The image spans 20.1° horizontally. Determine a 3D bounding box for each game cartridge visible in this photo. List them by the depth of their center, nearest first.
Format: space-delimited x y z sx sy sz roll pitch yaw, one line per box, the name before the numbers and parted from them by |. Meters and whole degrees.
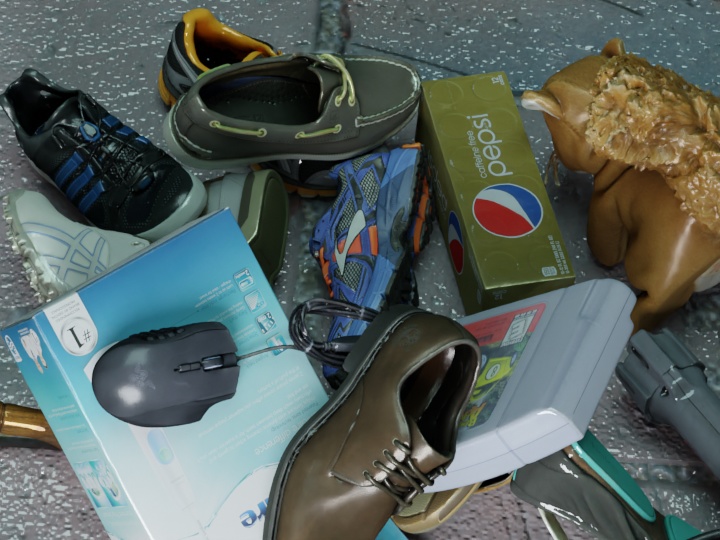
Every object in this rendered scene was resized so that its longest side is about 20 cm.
game cartridge | 0.075 0.079 1.282 0.041 0.199 0.134 45 50 -24

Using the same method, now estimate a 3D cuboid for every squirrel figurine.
squirrel figurine | 0.201 -0.086 1.398 0.141 0.200 0.187 -29 69 -16

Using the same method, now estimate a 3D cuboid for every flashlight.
flashlight | 0.243 0.126 1.320 0.067 0.068 0.200 -1 40 -39

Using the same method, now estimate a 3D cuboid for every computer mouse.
computer mouse | -0.065 0.052 1.212 0.198 0.034 0.059 -12 87 -27

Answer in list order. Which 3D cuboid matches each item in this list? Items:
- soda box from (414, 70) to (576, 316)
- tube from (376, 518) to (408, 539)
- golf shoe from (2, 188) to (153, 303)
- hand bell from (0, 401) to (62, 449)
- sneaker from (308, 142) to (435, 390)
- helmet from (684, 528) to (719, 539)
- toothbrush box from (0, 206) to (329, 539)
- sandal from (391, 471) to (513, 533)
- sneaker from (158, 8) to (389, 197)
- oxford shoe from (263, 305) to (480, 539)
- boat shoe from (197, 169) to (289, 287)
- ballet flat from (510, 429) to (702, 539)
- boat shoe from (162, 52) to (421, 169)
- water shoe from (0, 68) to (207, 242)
soda box | 0.093 -0.048 1.451 0.067 0.064 0.201 -7 51 -10
tube | -0.051 0.208 1.250 0.199 0.051 0.078 -26 64 -29
golf shoe | -0.174 0.004 1.370 0.097 0.079 0.200 -30 50 -9
hand bell | -0.229 0.098 1.318 0.198 0.105 0.105 12 49 -10
sneaker | 0.000 0.000 1.409 0.078 0.076 0.201 0 50 18
helmet | 0.210 0.246 1.134 0.198 0.191 0.202 -1 86 14
toothbrush box | -0.106 0.086 1.253 0.146 0.085 0.201 -31 95 -25
sandal | 0.094 0.104 1.330 0.054 0.080 0.200 53 51 -15
sneaker | -0.065 -0.123 1.496 0.199 0.078 0.078 28 51 15
oxford shoe | 0.007 0.114 1.196 0.084 0.072 0.201 14 74 55
boat shoe | -0.100 0.020 1.388 0.068 0.075 0.201 -4 50 20
ballet flat | 0.172 0.171 1.263 0.200 0.068 0.068 41 19 -8
boat shoe | -0.038 -0.118 1.429 0.200 0.060 0.073 -12 70 -27
water shoe | -0.189 -0.079 1.423 0.199 0.079 0.072 28 71 42
